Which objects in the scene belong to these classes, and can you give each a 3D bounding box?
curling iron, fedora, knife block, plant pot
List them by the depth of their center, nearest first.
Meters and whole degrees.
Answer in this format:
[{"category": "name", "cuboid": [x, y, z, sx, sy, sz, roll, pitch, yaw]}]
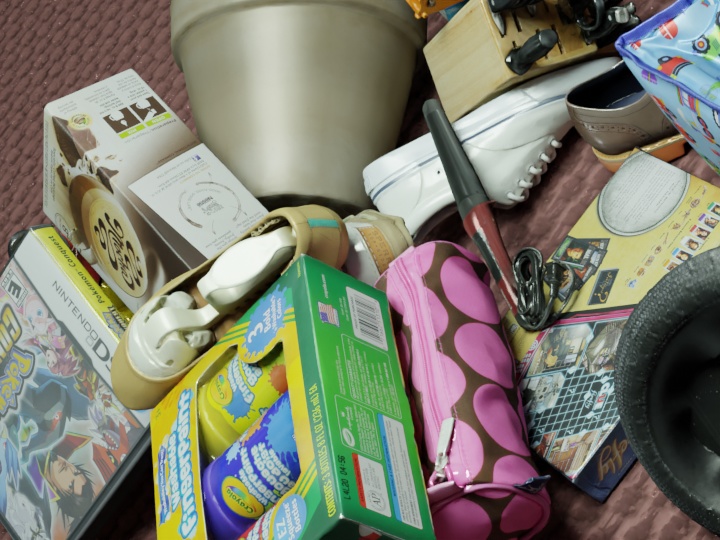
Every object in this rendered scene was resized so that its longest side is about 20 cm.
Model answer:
[{"category": "fedora", "cuboid": [0.237, 0.056, 0.908, 0.200, 0.201, 0.092, -9, 18, 40]}, {"category": "curling iron", "cuboid": [0.085, -0.040, 1.120, 0.050, 0.026, 0.200, -45, 49, 22]}, {"category": "knife block", "cuboid": [0.101, -0.159, 1.168, 0.199, 0.175, 0.064, -21, 86, 31]}, {"category": "plant pot", "cuboid": [-0.048, -0.118, 1.288, 0.199, 0.200, 0.174, -13, 67, 37]}]

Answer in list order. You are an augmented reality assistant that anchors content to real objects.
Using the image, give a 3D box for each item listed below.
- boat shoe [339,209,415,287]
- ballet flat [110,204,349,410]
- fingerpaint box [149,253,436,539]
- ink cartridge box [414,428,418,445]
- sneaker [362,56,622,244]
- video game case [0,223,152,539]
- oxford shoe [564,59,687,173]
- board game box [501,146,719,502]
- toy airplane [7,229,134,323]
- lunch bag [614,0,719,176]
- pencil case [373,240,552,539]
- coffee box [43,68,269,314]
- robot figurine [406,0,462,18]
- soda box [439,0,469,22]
[{"category": "boat shoe", "cuboid": [0.000, 0.000, 1.177, 0.068, 0.075, 0.200, -26, 3, -5]}, {"category": "ballet flat", "cuboid": [-0.097, 0.020, 1.075, 0.200, 0.063, 0.069, -38, 69, 19]}, {"category": "fingerpaint box", "cuboid": [-0.048, 0.120, 1.001, 0.167, 0.073, 0.200, -45, 36, 30]}, {"category": "ink cartridge box", "cuboid": [-0.036, 0.186, 1.093, 0.175, 0.084, 0.201, -29, 42, 24]}, {"category": "sneaker", "cuboid": [0.102, -0.081, 1.195, 0.199, 0.073, 0.071, -27, 83, 11]}, {"category": "video game case", "cuboid": [-0.229, 0.099, 1.251, 0.181, 0.025, 0.200, 49, 121, 19]}, {"category": "oxford shoe", "cuboid": [0.226, -0.130, 1.100, 0.200, 0.073, 0.071, -29, 43, 25]}, {"category": "board game box", "cuboid": [0.161, 0.030, 1.066, 0.200, 0.035, 0.135, -52, 38, -2]}, {"category": "toy airplane", "cuboid": [-0.195, 0.062, 1.327, 0.200, 0.141, 0.199, 65, 146, 37]}, {"category": "lunch bag", "cuboid": [0.253, -0.066, 0.960, 0.094, 0.150, 0.200, -41, 39, 11]}, {"category": "pencil case", "cuboid": [0.056, 0.073, 1.030, 0.091, 0.094, 0.200, -38, 42, 24]}, {"category": "coffee box", "cuboid": [-0.139, -0.031, 1.211, 0.080, 0.113, 0.200, -29, 60, -30]}, {"category": "robot figurine", "cuboid": [0.098, -0.262, 1.234, 0.200, 0.058, 0.145, -29, 61, -18]}, {"category": "soda box", "cuboid": [0.107, -0.265, 1.328, 0.064, 0.068, 0.201, -19, 48, 31]}]
